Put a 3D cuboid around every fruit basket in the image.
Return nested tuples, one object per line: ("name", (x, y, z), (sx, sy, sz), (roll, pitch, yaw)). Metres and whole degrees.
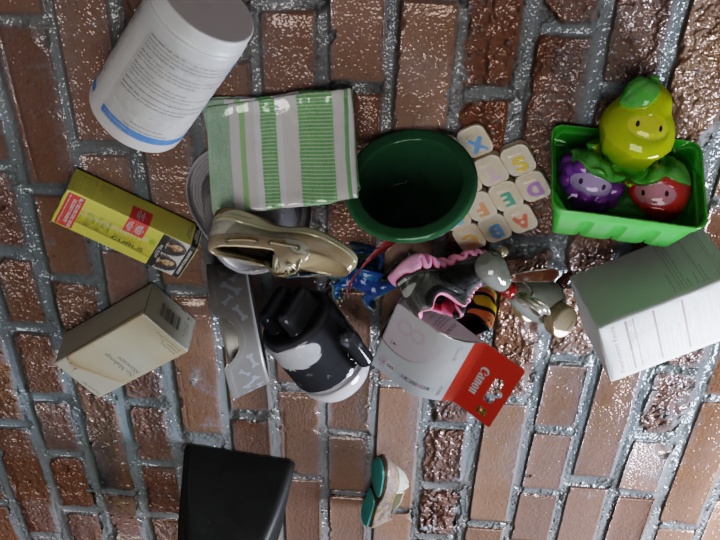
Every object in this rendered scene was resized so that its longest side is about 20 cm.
("fruit basket", (0.342, -0.136, 1.371), (0.214, 0.156, 0.216), (5, 150, 3))

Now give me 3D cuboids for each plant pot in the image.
("plant pot", (-0.233, 0.453, 1.928), (0.199, 0.178, 0.200), (9, 133, -5))

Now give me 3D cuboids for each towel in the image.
("towel", (-0.103, -0.156, 1.406), (0.199, 0.023, 0.153), (-4, 93, 10))

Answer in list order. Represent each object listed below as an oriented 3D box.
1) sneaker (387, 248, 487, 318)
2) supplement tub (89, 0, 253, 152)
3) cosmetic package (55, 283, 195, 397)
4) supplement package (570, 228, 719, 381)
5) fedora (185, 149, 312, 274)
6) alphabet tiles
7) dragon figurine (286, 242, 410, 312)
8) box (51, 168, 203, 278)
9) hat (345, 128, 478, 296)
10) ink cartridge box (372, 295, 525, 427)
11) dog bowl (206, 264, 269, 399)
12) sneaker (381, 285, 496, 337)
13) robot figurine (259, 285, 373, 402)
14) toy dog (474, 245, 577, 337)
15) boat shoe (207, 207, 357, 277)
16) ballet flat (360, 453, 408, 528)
("sneaker", (0.130, 0.026, 1.518), (0.199, 0.096, 0.079), (-6, 149, -40))
("supplement tub", (-0.232, -0.252, 1.314), (0.132, 0.132, 0.200), (29, 129, -20))
("cosmetic package", (-0.368, 0.111, 1.699), (0.200, 0.073, 0.104), (-29, 124, 26))
("supplement package", (0.412, 0.046, 1.509), (0.199, 0.117, 0.118), (-21, 129, 4))
("fedora", (-0.158, -0.070, 1.500), (0.176, 0.091, 0.201), (-5, 132, 9))
("alphabet tiles", (0.153, -0.108, 1.490), (0.199, 0.015, 0.196), (-20, 128, 21))
("dragon figurine", (0.000, 0.000, 1.572), (0.199, 0.059, 0.100), (19, 131, -13))
("box", (-0.331, -0.066, 1.547), (0.199, 0.050, 0.075), (27, 130, -18))
("hat", (0.066, -0.077, 1.476), (0.199, 0.166, 0.176), (-2, 156, 10))
("ink cartridge box", (0.121, 0.139, 1.573), (0.200, 0.057, 0.163), (40, 142, 16))
("dog bowl", (-0.177, 0.084, 1.580), (0.058, 0.200, 0.201), (-11, 132, -3))
("sneaker", (0.113, 0.087, 1.619), (0.200, 0.090, 0.070), (-26, 126, 25))
("robot figurine", (-0.067, 0.109, 1.638), (0.125, 0.150, 0.200), (-35, 123, 2))
("toy dog", (0.246, 0.015, 1.535), (0.132, 0.097, 0.200), (31, 175, 27))
("boat shoe", (-0.102, -0.021, 1.425), (0.199, 0.065, 0.072), (18, 148, -12))
("ballet flat", (0.048, 0.387, 1.928), (0.067, 0.068, 0.200), (-5, 141, -17))
